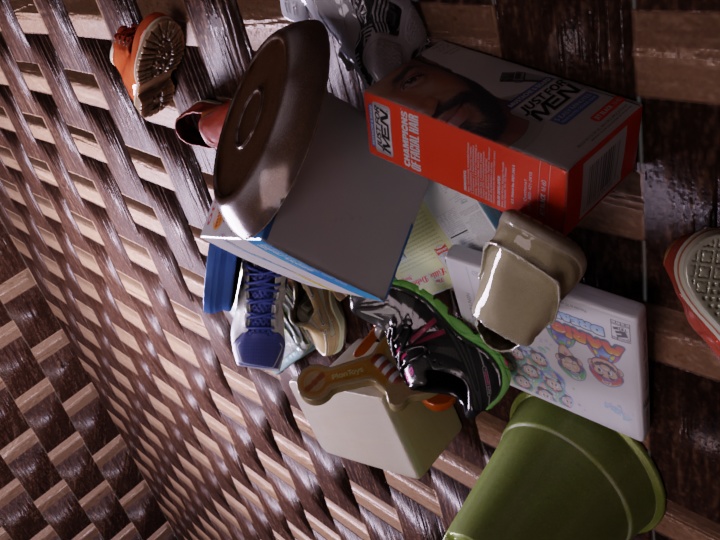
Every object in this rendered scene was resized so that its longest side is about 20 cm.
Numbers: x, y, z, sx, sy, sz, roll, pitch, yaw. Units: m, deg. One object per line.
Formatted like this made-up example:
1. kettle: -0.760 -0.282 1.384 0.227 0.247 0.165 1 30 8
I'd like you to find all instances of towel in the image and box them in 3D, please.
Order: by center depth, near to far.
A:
1. towel: -0.148 0.075 1.249 0.173 0.048 0.200 56 150 3

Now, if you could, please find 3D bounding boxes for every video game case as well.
1. video game case: 0.183 0.070 0.753 0.197 0.024 0.184 20 146 37

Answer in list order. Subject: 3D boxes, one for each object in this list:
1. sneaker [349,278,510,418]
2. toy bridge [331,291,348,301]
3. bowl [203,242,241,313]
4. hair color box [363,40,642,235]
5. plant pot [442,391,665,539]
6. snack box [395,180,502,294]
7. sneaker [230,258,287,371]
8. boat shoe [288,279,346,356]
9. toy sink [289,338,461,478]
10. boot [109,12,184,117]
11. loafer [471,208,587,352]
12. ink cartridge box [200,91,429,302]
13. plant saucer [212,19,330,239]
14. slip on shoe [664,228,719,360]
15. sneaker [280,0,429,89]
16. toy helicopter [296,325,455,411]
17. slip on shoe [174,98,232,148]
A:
1. sneaker: 0.063 0.078 0.812 0.198 0.084 0.077 34 153 20
2. toy bridge: 0.000 0.000 0.927 0.027 0.067 0.200 51 171 2
3. bowl: -0.179 -0.042 1.052 0.038 0.205 0.202 9 146 -7
4. hair color box: 0.109 -0.114 0.623 0.198 0.110 0.065 28 142 36
5. plant pot: 0.189 0.264 0.820 0.198 0.189 0.203 34 146 27
6. snack box: 0.082 -0.041 0.808 0.117 0.037 0.199 55 150 -5
7. sneaker: -0.134 0.023 1.029 0.078 0.205 0.116 4 157 -1
8. boat shoe: -0.070 0.053 1.082 0.071 0.076 0.204 28 142 35
9. toy sink: 0.020 0.177 1.049 0.197 0.112 0.133 -1 121 49
10. boot: -0.300 -0.302 1.053 0.109 0.074 0.200 56 151 4
11. loafer: 0.127 0.019 0.609 0.075 0.069 0.201 29 167 19
12. ink cartridge box: -0.050 -0.071 0.778 0.142 0.151 0.199 24 172 -26
13. plant saucer: -0.087 -0.130 0.686 0.031 0.206 0.199 18 164 -27
14. slip on shoe: 0.293 0.052 0.575 0.201 0.074 0.061 51 -174 -9
15. sneaker: -0.007 -0.229 0.710 0.114 0.074 0.204 8 123 53
16. toy helicopter: 0.018 0.107 0.915 0.080 0.195 0.135 78 178 -58
17. slip on shoe: -0.176 -0.186 1.004 0.197 0.061 0.076 15 131 46
